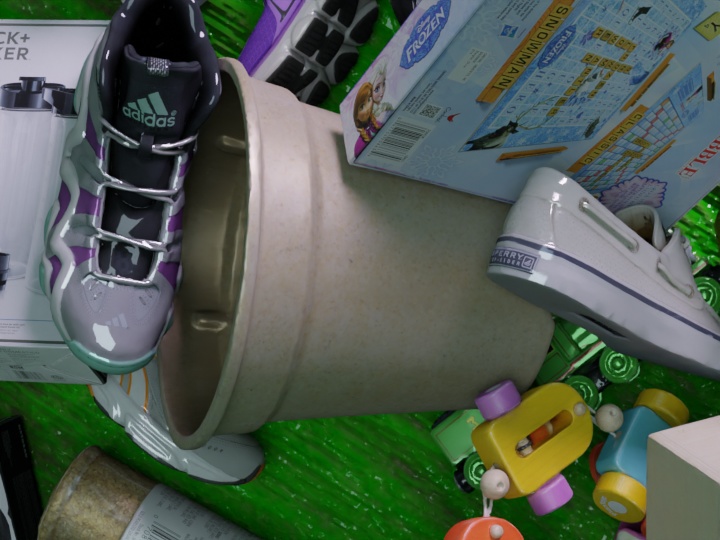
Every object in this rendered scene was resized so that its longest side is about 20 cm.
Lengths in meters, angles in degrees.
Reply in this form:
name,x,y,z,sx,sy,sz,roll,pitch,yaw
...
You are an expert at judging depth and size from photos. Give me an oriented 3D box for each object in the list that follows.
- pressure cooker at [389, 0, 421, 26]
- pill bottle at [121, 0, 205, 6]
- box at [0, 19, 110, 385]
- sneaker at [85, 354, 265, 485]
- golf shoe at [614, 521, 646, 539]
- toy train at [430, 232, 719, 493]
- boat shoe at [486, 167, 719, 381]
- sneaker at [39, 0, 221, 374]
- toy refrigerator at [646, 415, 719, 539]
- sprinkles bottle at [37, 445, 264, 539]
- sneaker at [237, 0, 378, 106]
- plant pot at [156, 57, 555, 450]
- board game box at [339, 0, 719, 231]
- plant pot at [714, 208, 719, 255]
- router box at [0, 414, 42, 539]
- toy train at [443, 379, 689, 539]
name,x,y,z,sx,sy,sz,roll,pitch,yaw
pressure cooker,0.118,-0.199,0.822,0.197,0.179,0.178,1,62,17
pill bottle,-0.156,-0.236,0.904,0.111,0.111,0.200,-43,87,8
box,-0.192,-0.042,0.905,0.115,0.060,0.202,3,68,8
sneaker,-0.123,0.040,0.935,0.200,0.076,0.092,41,93,3
golf shoe,0.229,0.123,0.890,0.200,0.075,0.092,-43,84,7
toy train,0.125,0.053,0.918,0.199,0.042,0.057,-40,77,8
boat shoe,0.143,0.003,0.817,0.071,0.199,0.071,11,79,50
sneaker,-0.113,-0.059,0.804,0.077,0.140,0.203,5,68,-18
toy refrigerator,0.187,0.175,0.794,0.075,0.070,0.203,-12,111,-22
sprinkles bottle,-0.090,0.177,0.939,0.198,0.068,0.069,28,97,6
sneaker,-0.028,-0.178,0.919,0.083,0.081,0.202,25,89,22
plant pot,0.000,0.000,0.854,0.181,0.200,0.203,6,94,-19
board game box,0.123,-0.103,0.758,0.200,0.198,0.042,-47,42,42
plant pot,0.301,0.006,0.784,0.198,0.182,0.201,-15,69,2
router box,-0.265,0.204,0.972,0.155,0.052,0.203,-12,92,9
toy train,0.109,0.134,0.836,0.198,0.055,0.152,1,77,-29
